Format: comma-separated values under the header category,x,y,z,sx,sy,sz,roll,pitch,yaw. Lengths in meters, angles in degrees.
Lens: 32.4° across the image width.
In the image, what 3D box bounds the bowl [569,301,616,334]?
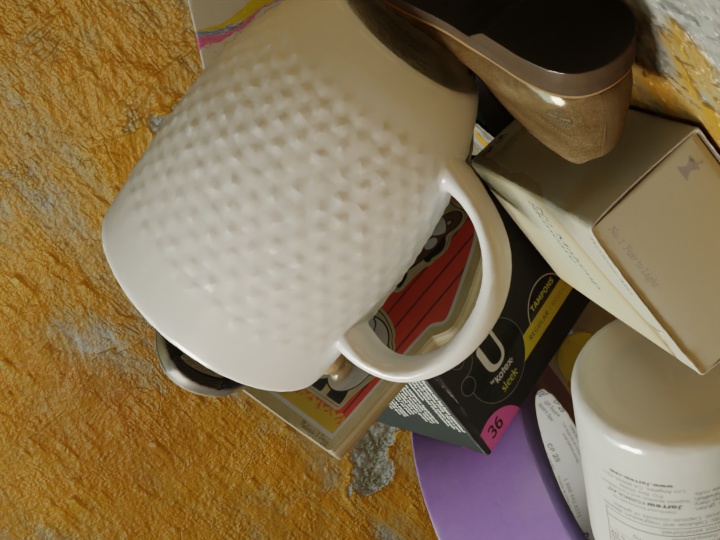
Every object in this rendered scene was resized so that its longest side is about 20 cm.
category,x,y,z,sx,sy,sz,roll,pitch,yaw
bowl,0.213,0.048,1.082,0.200,0.075,0.200,48,-179,-18

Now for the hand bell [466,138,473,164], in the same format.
category,x,y,z,sx,sy,sz,roll,pitch,yaw
hand bell,0.023,-0.097,0.805,0.104,0.104,0.200,48,-168,-5

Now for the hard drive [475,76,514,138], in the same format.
category,x,y,z,sx,sy,sz,roll,pitch,yaw
hard drive,0.028,-0.188,0.868,0.140,0.038,0.200,48,-178,-41

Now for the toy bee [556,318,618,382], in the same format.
category,x,y,z,sx,sy,sz,roll,pitch,yaw
toy bee,0.210,0.074,0.834,0.130,0.110,0.200,-6,156,32

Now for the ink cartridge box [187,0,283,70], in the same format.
category,x,y,z,sx,sy,sz,roll,pitch,yaw
ink cartridge box,-0.065,-0.152,0.846,0.117,0.067,0.202,53,-161,-64

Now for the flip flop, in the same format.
category,x,y,z,sx,sy,sz,roll,pitch,yaw
flip flop,-0.090,0.008,0.727,0.081,0.058,0.201,28,-152,-25

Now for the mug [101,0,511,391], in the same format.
category,x,y,z,sx,sy,sz,roll,pitch,yaw
mug,-0.009,-0.033,0.627,0.200,0.176,0.147,46,-155,14

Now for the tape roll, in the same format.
category,x,y,z,sx,sy,sz,roll,pitch,yaw
tape roll,0.121,0.162,0.886,0.200,0.084,0.201,51,-158,-31

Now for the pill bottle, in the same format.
category,x,y,z,sx,sy,sz,roll,pitch,yaw
pill bottle,0.194,0.130,0.756,0.114,0.113,0.201,49,160,47

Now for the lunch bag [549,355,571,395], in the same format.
category,x,y,z,sx,sy,sz,roll,pitch,yaw
lunch bag,0.124,0.092,1.070,0.201,0.127,0.170,54,175,-11

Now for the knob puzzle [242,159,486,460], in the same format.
category,x,y,z,sx,sy,sz,roll,pitch,yaw
knob puzzle,0.000,0.000,0.755,0.030,0.219,0.220,47,-179,-32

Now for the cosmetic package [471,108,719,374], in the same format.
category,x,y,z,sx,sy,sz,roll,pitch,yaw
cosmetic package,0.141,-0.030,0.673,0.104,0.073,0.200,49,-179,-17

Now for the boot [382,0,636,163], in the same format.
category,x,y,z,sx,sy,sz,roll,pitch,yaw
boot,0.053,-0.120,0.595,0.200,0.073,0.076,47,165,36

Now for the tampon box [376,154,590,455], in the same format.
category,x,y,z,sx,sy,sz,roll,pitch,yaw
tampon box,0.031,0.014,0.856,0.199,0.150,0.127,10,146,51
